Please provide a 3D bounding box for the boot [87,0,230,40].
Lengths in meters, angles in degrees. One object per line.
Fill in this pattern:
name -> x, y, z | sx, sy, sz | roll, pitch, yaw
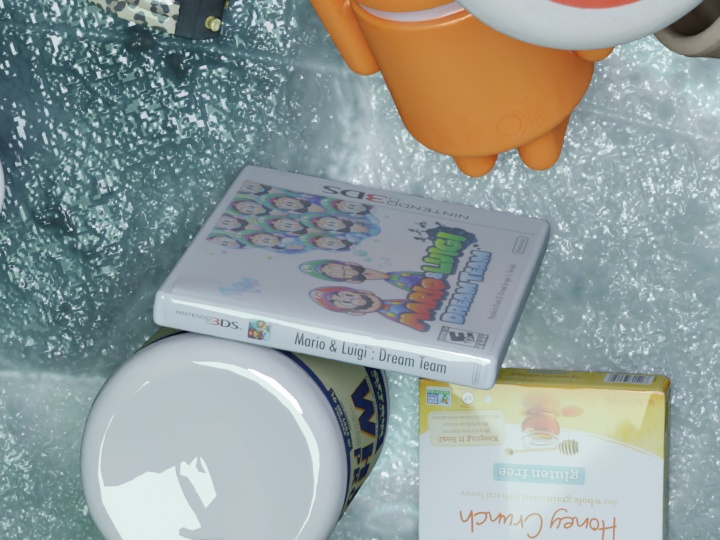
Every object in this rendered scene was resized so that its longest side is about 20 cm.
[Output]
boot -> -0.053, -0.201, 1.652 | 0.202, 0.074, 0.154 | 15, 113, -1

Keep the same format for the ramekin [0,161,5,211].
ramekin -> -0.301, -0.076, 1.661 | 0.199, 0.098, 0.201 | -7, 143, -5

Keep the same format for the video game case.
video game case -> 0.000, 0.000, 1.614 | 0.181, 0.200, 0.024 | 11, 114, 8

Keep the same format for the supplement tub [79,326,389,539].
supplement tub -> -0.063, 0.085, 1.644 | 0.144, 0.200, 0.146 | 2, 103, 10

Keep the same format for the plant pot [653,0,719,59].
plant pot -> 0.252, -0.201, 1.534 | 0.174, 0.200, 0.201 | 5, 105, -16

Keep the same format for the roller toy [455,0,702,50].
roller toy -> 0.093, -0.208, 1.444 | 0.199, 0.140, 0.183 | -20, 115, -8

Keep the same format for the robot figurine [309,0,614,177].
robot figurine -> 0.057, -0.143, 1.594 | 0.117, 0.144, 0.200 | -39, 130, -16

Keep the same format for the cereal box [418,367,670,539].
cereal box -> 0.105, 0.157, 1.712 | 0.143, 0.040, 0.201 | 1, 103, 11
